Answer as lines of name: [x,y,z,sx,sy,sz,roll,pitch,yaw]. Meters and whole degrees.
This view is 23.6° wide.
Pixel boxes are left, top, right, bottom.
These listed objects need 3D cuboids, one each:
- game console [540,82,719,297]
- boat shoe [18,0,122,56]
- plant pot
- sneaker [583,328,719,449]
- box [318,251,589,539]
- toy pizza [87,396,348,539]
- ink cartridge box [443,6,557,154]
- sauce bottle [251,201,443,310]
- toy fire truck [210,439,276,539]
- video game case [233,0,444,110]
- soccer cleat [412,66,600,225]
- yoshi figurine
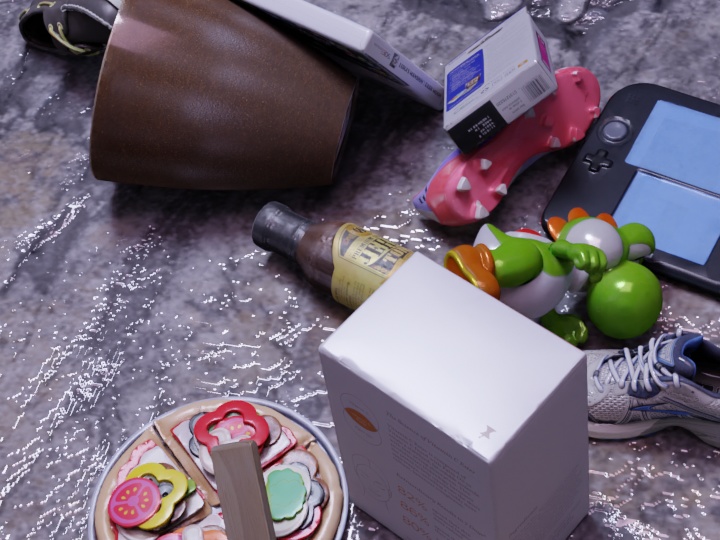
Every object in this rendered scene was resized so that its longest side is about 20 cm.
game console: [0.272,-0.068,1.428,0.199,0.031,0.177,21,57,23]
boat shoe: [-0.257,-0.224,1.568,0.061,0.072,0.201,-51,27,-11]
plant pot: [-0.107,-0.144,1.464,0.198,0.188,0.188,14,53,2]
sneaker: [0.225,0.077,1.283,0.198,0.086,0.078,4,52,12]
box: [0.070,0.114,1.201,0.152,0.201,0.106,32,62,28]
toy pizza: [-0.108,0.173,1.287,0.198,0.032,0.201,-4,51,5]
ink cartridge box: [0.116,-0.166,1.468,0.094,0.037,0.200,-36,18,15]
sauce bottle: [0.000,0.000,1.390,0.199,0.065,0.065,25,59,24]
toy fire truck: [-0.124,0.231,1.187,0.174,0.129,0.201,2,47,10]
video game case: [-0.037,-0.207,1.497,0.199,0.182,0.024,27,91,26]
soccer cleat: [0.125,-0.109,1.459,0.200,0.067,0.076,-44,25,-26]
yoshi figurine: [0.157,0.018,1.315,0.199,0.113,0.112,-15,15,-30]
